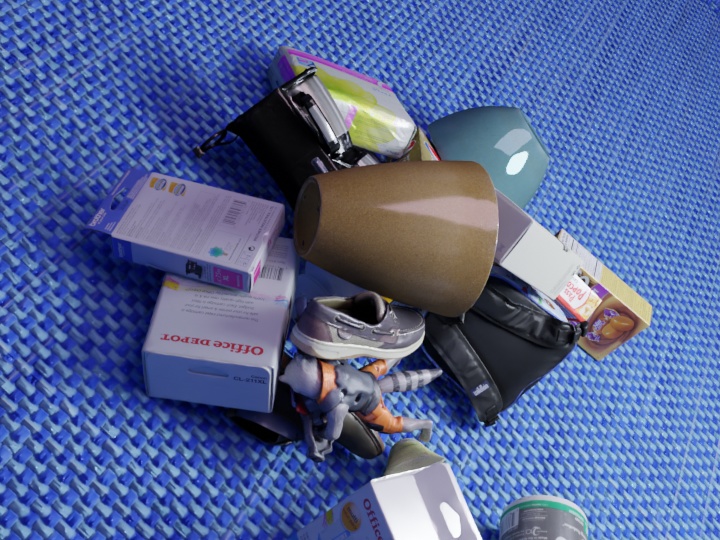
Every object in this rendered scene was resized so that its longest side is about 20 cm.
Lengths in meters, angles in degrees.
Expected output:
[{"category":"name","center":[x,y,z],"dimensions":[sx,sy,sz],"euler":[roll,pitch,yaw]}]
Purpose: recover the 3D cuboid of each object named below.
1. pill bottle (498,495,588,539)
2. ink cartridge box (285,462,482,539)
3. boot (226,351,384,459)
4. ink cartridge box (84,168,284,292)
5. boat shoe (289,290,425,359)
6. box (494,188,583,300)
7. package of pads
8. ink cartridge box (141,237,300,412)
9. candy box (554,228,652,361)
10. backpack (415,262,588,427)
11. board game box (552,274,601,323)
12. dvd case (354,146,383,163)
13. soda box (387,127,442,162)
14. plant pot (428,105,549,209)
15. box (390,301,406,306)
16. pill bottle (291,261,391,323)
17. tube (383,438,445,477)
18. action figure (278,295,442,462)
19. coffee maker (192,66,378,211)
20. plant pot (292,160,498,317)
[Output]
[{"category":"pill bottle","center":[0.221,0.385,1.418],"dimensions":[0.113,0.113,0.201],"euler":[31,41,-20]},{"category":"ink cartridge box","center":[0.032,0.299,1.238],"dimensions":[0.125,0.200,0.129],"euler":[-3,60,-45]},{"category":"boot","center":[-0.067,0.184,1.367],"dimensions":[0.200,0.075,0.097],"euler":[39,57,-11]},{"category":"ink cartridge box","center":[-0.198,-0.049,1.331],"dimensions":[0.199,0.042,0.120],"euler":[16,46,8]},{"category":"boat shoe","center":[0.008,0.056,1.306],"dimensions":[0.199,0.065,0.072],"euler":[-1,33,-45]},{"category":"box","center":[0.204,-0.031,1.463],"dimensions":[0.082,0.068,0.200],"euler":[43,8,29]},{"category":"package of pads","center":[-0.027,-0.246,1.708],"dimensions":[0.199,0.068,0.155],"euler":[16,27,-27]},{"category":"ink cartridge box","center":[-0.154,0.052,1.321],"dimensions":[0.145,0.083,0.201],"euler":[8,46,1]},{"category":"candy box","center":[0.344,0.041,1.827],"dimensions":[0.200,0.117,0.057],"euler":[39,39,-10]},{"category":"backpack","center":[0.171,0.073,1.579],"dimensions":[0.190,0.200,0.154],"euler":[40,11,-22]},{"category":"board game box","center":[0.229,-0.013,1.651],"dimensions":[0.200,0.151,0.046],"euler":[42,82,-15]},{"category":"dvd case","center":[-0.031,-0.137,1.698],"dimensions":[0.143,0.018,0.200],"euler":[48,38,0]},{"category":"soda box","center":[0.083,-0.143,1.713],"dimensions":[0.064,0.068,0.200],"euler":[47,15,-16]},{"category":"plant pot","center":[0.214,-0.178,1.815],"dimensions":[0.200,0.134,0.200],"euler":[53,15,-20]},{"category":"box","center":[0.078,-0.013,1.663],"dimensions":[0.199,0.060,0.117],"euler":[-13,67,-48]},{"category":"pill bottle","center":[0.000,0.000,1.495],"dimensions":[0.200,0.111,0.111],"euler":[-36,85,-25]},{"category":"tube","center":[0.057,0.227,1.354],"dimensions":[0.052,0.058,0.200],"euler":[26,-5,3]},{"category":"action figure","center":[-0.011,0.110,1.329],"dimensions":[0.193,0.104,0.201],"euler":[9,60,-42]},{"category":"coffee maker","center":[-0.081,-0.137,1.558],"dimensions":[0.201,0.192,0.135],"euler":[56,15,-4]},{"category":"plant pot","center":[0.028,-0.048,1.356],"dimensions":[0.199,0.187,0.187],"euler":[7,52,-21]}]
